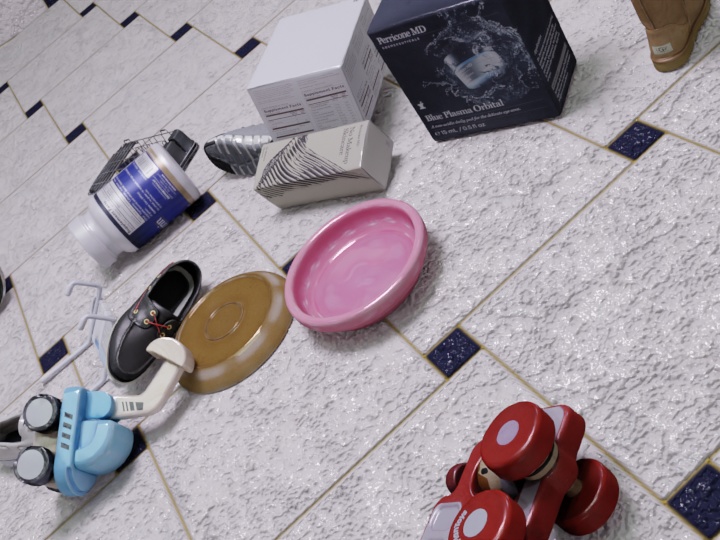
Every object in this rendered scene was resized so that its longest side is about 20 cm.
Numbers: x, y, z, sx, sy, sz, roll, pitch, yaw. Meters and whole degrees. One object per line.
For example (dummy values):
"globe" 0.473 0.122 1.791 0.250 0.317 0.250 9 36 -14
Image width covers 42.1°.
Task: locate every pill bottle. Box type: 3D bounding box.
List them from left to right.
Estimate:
"pill bottle" -0.371 -0.103 1.529 0.200 0.116 0.116 -40 36 -2

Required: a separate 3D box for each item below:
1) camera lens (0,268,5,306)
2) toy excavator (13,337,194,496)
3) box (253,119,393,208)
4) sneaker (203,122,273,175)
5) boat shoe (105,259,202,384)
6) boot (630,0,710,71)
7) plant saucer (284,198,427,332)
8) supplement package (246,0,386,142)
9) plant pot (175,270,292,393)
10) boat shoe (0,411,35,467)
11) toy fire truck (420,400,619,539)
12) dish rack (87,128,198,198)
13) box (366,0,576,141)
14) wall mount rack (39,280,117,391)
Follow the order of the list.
"camera lens" -0.739 0.014 1.678 0.160 0.160 0.199 -48 37 -13
"toy excavator" -0.315 0.186 1.186 0.198 0.100 0.197 -2 69 9
"box" -0.054 -0.149 1.335 0.198 0.068 0.083 -9 62 36
"sneaker" -0.151 -0.218 1.512 0.198 0.075 0.116 2 46 28
"boat shoe" -0.289 0.066 1.306 0.063 0.074 0.202 -28 28 50
"boot" 0.357 -0.367 1.116 0.066 0.200 0.176 -8 45 33
"plant saucer" 0.000 0.000 1.158 0.199 0.051 0.202 -24 39 21
"supplement package" -0.059 -0.300 1.407 0.154 0.111 0.201 -9 40 22
"plant pot" -0.177 0.073 1.251 0.199 0.028 0.201 -24 38 20
"boat shoe" -0.440 0.218 1.285 0.198 0.066 0.072 -14 45 28
"toy fire truck" 0.115 0.208 0.803 0.167 0.112 0.201 -22 34 51
"dish rack" -0.403 -0.184 1.697 0.199 0.055 0.154 -5 46 40
"box" 0.147 -0.291 1.216 0.195 0.200 0.118 -7 46 36
"wall mount rack" -0.409 0.118 1.368 0.200 0.074 0.175 44 121 55
